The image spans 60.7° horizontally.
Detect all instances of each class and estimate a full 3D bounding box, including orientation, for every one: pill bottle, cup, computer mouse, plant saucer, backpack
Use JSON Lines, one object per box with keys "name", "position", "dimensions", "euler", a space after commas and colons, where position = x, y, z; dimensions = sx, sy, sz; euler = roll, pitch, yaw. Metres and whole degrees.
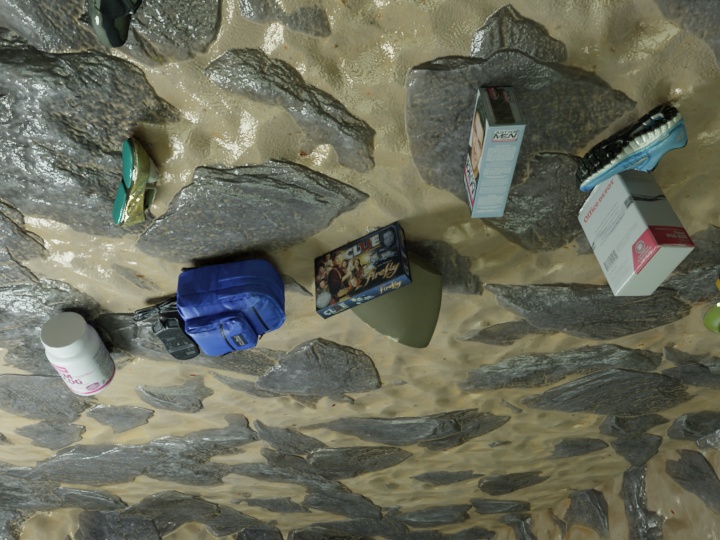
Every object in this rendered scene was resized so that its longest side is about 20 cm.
{"name": "pill bottle", "position": [-0.641, 0.189, 1.397], "dimensions": [0.113, 0.114, 0.201], "euler": [-3, 141, -3]}
{"name": "cup", "position": [0.089, 0.043, 1.260], "dimensions": [0.199, 0.200, 0.144], "euler": [22, 106, -30]}
{"name": "computer mouse", "position": [-0.407, 0.124, 1.403], "dimensions": [0.140, 0.046, 0.200], "euler": [-20, 134, 11]}
{"name": "plant saucer", "position": [0.977, 0.113, 1.551], "dimensions": [0.198, 0.031, 0.201], "euler": [-3, 141, -3]}
{"name": "backpack", "position": [-0.252, 0.078, 1.263], "dimensions": [0.199, 0.169, 0.163], "euler": [-14, 148, 5]}

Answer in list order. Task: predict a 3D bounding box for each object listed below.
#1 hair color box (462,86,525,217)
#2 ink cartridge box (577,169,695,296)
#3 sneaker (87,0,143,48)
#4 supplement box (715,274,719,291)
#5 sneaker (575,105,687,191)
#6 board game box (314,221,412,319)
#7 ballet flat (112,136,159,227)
{"name": "hair color box", "position": [0.218, -0.193, 1.027], "dimensions": [0.060, 0.099, 0.201], "euler": [-2, 141, -2]}
{"name": "ink cartridge box", "position": [0.495, -0.074, 1.126], "dimensions": [0.084, 0.201, 0.146], "euler": [0, 142, -15]}
{"name": "sneaker", "position": [-0.280, -0.363, 0.777], "dimensions": [0.114, 0.077, 0.200], "euler": [14, 133, -13]}
{"name": "supplement box", "position": [0.917, 0.003, 1.324], "dimensions": [0.196, 0.133, 0.201], "euler": [-10, 141, 6]}
{"name": "sneaker", "position": [0.468, -0.190, 1.061], "dimensions": [0.200, 0.079, 0.090], "euler": [-32, 117, 31]}
{"name": "board game box", "position": [0.000, 0.000, 1.215], "dimensions": [0.199, 0.136, 0.035], "euler": [-24, 138, 21]}
{"name": "ballet flat", "position": [-0.379, -0.151, 1.050], "dimensions": [0.070, 0.071, 0.200], "euler": [12, 138, -20]}
